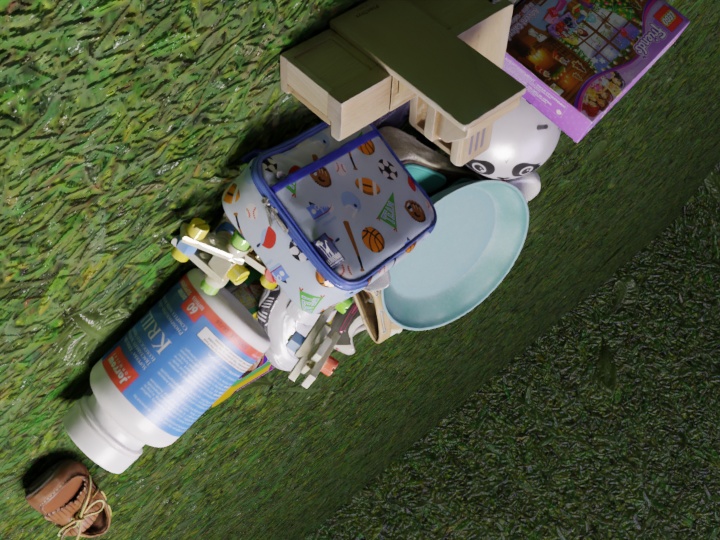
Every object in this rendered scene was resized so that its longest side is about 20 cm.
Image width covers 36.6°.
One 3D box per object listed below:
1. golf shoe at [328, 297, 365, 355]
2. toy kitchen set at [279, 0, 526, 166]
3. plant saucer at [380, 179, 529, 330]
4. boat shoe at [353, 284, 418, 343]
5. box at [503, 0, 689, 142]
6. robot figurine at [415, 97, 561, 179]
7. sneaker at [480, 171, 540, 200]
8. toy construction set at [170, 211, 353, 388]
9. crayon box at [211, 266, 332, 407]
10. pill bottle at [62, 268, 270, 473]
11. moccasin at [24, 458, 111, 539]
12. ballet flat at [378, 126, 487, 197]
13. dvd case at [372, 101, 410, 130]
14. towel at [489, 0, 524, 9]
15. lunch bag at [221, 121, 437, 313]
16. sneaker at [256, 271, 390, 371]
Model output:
[{"bbox_3d":[0.020,0.028,1.475,0.200,0.088,0.077,-43,163,-10],"label":"golf shoe"},{"bbox_3d":[0.059,-0.128,0.963,0.200,0.163,0.180,-33,149,-26],"label":"toy kitchen set"},{"bbox_3d":[0.097,-0.023,1.198,0.200,0.036,0.200,-24,139,-23],"label":"plant saucer"},{"bbox_3d":[0.000,0.000,1.217,0.076,0.072,0.200,-42,120,-21],"label":"boat shoe"},{"bbox_3d":[0.227,-0.236,1.106,0.200,0.137,0.039,-45,171,-30],"label":"box"},{"bbox_3d":[0.152,-0.163,1.187,0.150,0.125,0.200,-42,-172,9],"label":"robot figurine"},{"bbox_3d":[0.131,-0.112,1.316,0.077,0.082,0.200,16,162,-39],"label":"sneaker"},{"bbox_3d":[-0.080,0.009,1.026,0.092,0.200,0.131,-37,-168,25],"label":"toy construction set"},{"bbox_3d":[-0.102,0.050,1.273,0.200,0.058,0.173,-32,157,-39],"label":"crayon box"},{"bbox_3d":[-0.195,0.103,1.080,0.200,0.112,0.112,-45,164,0],"label":"pill bottle"},{"bbox_3d":[-0.325,0.268,1.235,0.074,0.078,0.201,-39,163,-19],"label":"moccasin"},{"bbox_3d":[0.082,-0.109,1.186,0.067,0.062,0.200,-30,152,24],"label":"ballet flat"},{"bbox_3d":[0.044,-0.199,1.086,0.149,0.016,0.200,-39,163,-16],"label":"dvd case"},{"bbox_3d":[0.155,-0.286,1.098,0.200,0.035,0.193,-41,169,-44],"label":"towel"},{"bbox_3d":[-0.028,-0.060,1.004,0.076,0.160,0.200,-36,179,40],"label":"lunch bag"},{"bbox_3d":[-0.039,0.023,1.137,0.075,0.115,0.200,-2,109,-48],"label":"sneaker"}]
